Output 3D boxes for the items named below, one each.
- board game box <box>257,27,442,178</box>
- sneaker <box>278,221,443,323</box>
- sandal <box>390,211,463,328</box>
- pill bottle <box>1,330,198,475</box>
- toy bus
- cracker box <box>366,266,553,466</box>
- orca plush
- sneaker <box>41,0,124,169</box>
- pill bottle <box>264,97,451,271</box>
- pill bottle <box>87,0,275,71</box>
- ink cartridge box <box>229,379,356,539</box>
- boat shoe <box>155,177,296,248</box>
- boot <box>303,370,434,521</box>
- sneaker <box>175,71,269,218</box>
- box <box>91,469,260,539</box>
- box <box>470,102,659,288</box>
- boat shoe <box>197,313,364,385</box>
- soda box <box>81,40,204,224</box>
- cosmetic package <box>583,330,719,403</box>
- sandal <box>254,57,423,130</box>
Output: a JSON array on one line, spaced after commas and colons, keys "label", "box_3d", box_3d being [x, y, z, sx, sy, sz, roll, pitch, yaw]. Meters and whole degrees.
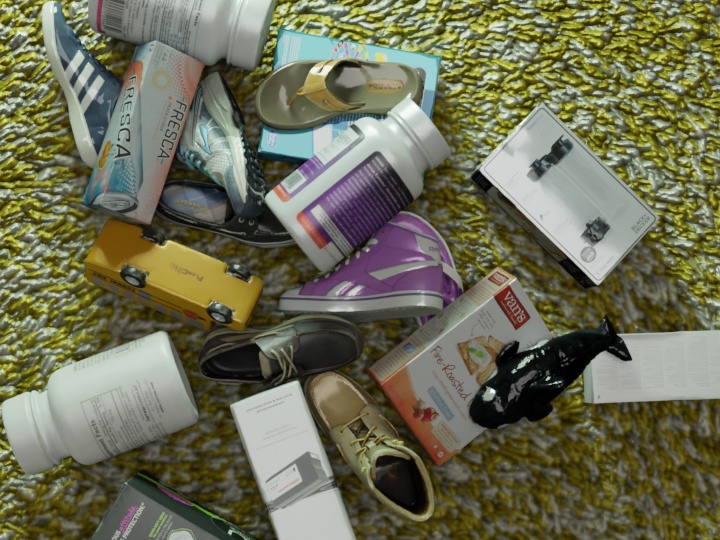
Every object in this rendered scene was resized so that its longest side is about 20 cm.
[{"label": "board game box", "box_3d": [-0.013, -0.195, 1.456, 0.199, 0.047, 0.152, 10, 85, -3]}, {"label": "sneaker", "box_3d": [0.000, 0.000, 1.419, 0.199, 0.073, 0.115, -5, 76, 15]}, {"label": "sandal", "box_3d": [0.085, 0.019, 1.443, 0.082, 0.050, 0.204, -27, 89, -6]}, {"label": "pill bottle", "box_3d": [-0.294, 0.154, 1.375, 0.199, 0.114, 0.115, -21, 87, -5]}, {"label": "toy bus", "box_3d": [-0.214, 0.012, 1.399, 0.199, 0.078, 0.065, 22, 61, 2]}, {"label": "cracker box", "box_3d": [0.126, 0.111, 1.412, 0.200, 0.058, 0.134, -38, 113, -6]}, {"label": "orca plush", "box_3d": [0.223, 0.128, 1.379, 0.199, 0.071, 0.106, -15, 110, -14]}, {"label": "sneaker", "box_3d": [-0.311, -0.225, 1.428, 0.084, 0.075, 0.201, -18, 96, -4]}, {"label": "pill bottle", "box_3d": [0.000, -0.101, 1.373, 0.200, 0.111, 0.112, -39, 89, 0]}, {"label": "pill bottle", "box_3d": [-0.206, -0.306, 1.419, 0.199, 0.113, 0.114, 17, 84, -3]}, {"label": "ink cartridge box", "box_3d": [-0.075, 0.231, 1.368, 0.084, 0.145, 0.201, -20, 87, -6]}, {"label": "boat shoe", "box_3d": [-0.150, -0.069, 1.432, 0.199, 0.057, 0.069, 9, 85, -3]}, {"label": "boot", "box_3d": [0.010, 0.194, 1.371, 0.073, 0.155, 0.201, -34, 88, -6]}, {"label": "sneaker", "box_3d": [-0.167, -0.133, 1.413, 0.086, 0.078, 0.201, -25, 58, 6]}, {"label": "box", "box_3d": [-0.198, 0.329, 1.349, 0.199, 0.149, 0.125, 32, 86, -1]}, {"label": "box", "box_3d": [0.244, -0.089, 1.458, 0.200, 0.060, 0.117, 43, 84, 0]}, {"label": "boat shoe", "box_3d": [-0.093, 0.101, 1.384, 0.199, 0.073, 0.075, -9, 113, 17]}, {"label": "soda box", "box_3d": [-0.247, -0.157, 1.386, 0.068, 0.063, 0.201, 21, 81, -31]}, {"label": "cosmetic package", "box_3d": [0.368, 0.115, 1.454, 0.198, 0.051, 0.083, -1, 83, -4]}, {"label": "sandal", "box_3d": [-0.024, -0.210, 1.405, 0.198, 0.054, 0.081, -5, 86, -4]}]
